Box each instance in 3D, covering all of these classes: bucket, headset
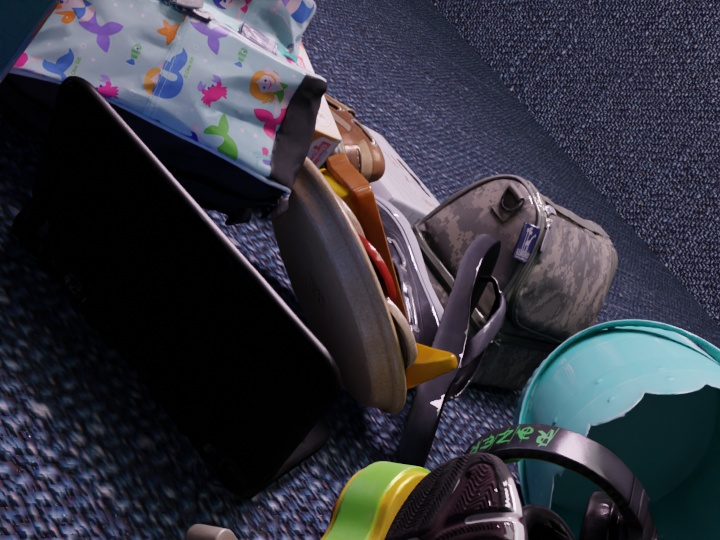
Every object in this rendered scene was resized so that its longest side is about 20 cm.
[{"bbox_3d":[0.213,0.144,0.836,0.206,0.208,0.135,38,11,-20],"label":"bucket"},{"bbox_3d":[0.131,0.188,0.701,0.201,0.122,0.094,57,37,-22],"label":"headset"}]

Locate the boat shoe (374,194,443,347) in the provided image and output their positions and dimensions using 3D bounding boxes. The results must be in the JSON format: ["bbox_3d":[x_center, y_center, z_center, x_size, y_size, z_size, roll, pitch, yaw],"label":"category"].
[{"bbox_3d":[0.010,0.002,0.910,0.068,0.072,0.201,27,32,-47],"label":"boat shoe"}]

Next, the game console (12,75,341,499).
[{"bbox_3d":[-0.080,0.007,0.605,0.200,0.116,0.176,48,18,9],"label":"game console"}]

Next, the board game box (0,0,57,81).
[{"bbox_3d":[-0.171,-0.082,0.457,0.045,0.200,0.153,37,18,-19],"label":"board game box"}]

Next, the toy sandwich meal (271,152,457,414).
[{"bbox_3d":[0.000,0.000,0.750,0.206,0.070,0.206,60,-16,28],"label":"toy sandwich meal"}]

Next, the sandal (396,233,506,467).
[{"bbox_3d":[0.073,0.060,0.808,0.042,0.077,0.201,17,52,8],"label":"sandal"}]

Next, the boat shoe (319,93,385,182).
[{"bbox_3d":[-0.040,-0.122,1.006,0.073,0.076,0.200,1,31,-27],"label":"boat shoe"}]

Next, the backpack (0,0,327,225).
[{"bbox_3d":[-0.131,-0.124,0.678,0.198,0.153,0.177,16,-4,-23],"label":"backpack"}]

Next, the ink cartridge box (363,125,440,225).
[{"bbox_3d":[0.014,-0.100,1.197,0.163,0.057,0.200,52,10,22],"label":"ink cartridge box"}]

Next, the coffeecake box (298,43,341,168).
[{"bbox_3d":[-0.127,-0.161,0.890,0.199,0.073,0.155,20,35,-39],"label":"coffeecake box"}]

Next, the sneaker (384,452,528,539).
[{"bbox_3d":[0.060,0.197,0.528,0.116,0.075,0.202,47,41,-38],"label":"sneaker"}]

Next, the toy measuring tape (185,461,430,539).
[{"bbox_3d":[-0.005,0.126,0.574,0.199,0.074,0.074,27,24,-46],"label":"toy measuring tape"}]

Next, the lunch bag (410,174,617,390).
[{"bbox_3d":[0.131,0.005,1.006,0.199,0.168,0.140,18,31,-55],"label":"lunch bag"}]
